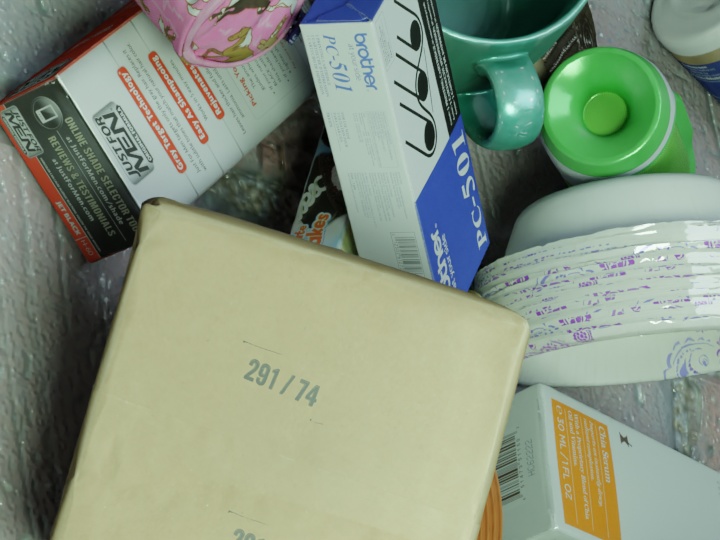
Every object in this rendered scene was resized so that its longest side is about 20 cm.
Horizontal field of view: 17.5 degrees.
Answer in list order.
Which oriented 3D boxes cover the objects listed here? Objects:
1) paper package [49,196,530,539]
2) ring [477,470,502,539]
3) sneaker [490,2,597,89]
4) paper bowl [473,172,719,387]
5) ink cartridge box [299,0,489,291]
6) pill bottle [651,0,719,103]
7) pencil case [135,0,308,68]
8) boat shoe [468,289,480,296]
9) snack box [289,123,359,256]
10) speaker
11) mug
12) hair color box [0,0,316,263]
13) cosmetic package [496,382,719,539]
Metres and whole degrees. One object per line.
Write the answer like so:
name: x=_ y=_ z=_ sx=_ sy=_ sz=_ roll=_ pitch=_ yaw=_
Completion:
paper package: x=-0.037 y=0.082 z=1.149 sx=0.199 sy=0.103 sz=0.192 roll=16 pitch=87 yaw=-4
ring: x=0.011 y=0.163 z=1.264 sx=0.200 sy=0.019 sz=0.201 roll=-12 pitch=108 yaw=-42
sneaker: x=0.102 y=-0.152 z=1.517 sx=0.200 sy=0.075 sz=0.071 roll=-32 pitch=111 yaw=-70
paper bowl: x=0.167 y=0.005 z=1.428 sx=0.200 sy=0.200 sz=0.105 roll=5 pitch=74 yaw=-46
ink cartridge box: x=0.022 y=-0.071 z=1.276 sx=0.094 sy=0.044 sz=0.201 roll=-63 pitch=146 yaw=-49
pill bottle: x=0.312 y=-0.151 z=1.706 sx=0.200 sy=0.111 sz=0.111 roll=39 pitch=51 yaw=-32
pencil case: x=-0.102 y=-0.199 z=1.235 sx=0.086 sy=0.083 sz=0.200 roll=-16 pitch=58 yaw=-35
boat shoe: x=0.039 y=0.107 z=1.356 sx=0.063 sy=0.073 sz=0.201 roll=41 pitch=53 yaw=-40
snack box: x=0.000 y=0.000 z=1.334 sx=0.116 sy=0.037 sz=0.201 roll=62 pitch=33 yaw=-42
speaker: x=0.165 y=-0.080 z=1.483 sx=0.200 sy=0.088 sz=0.089 roll=38 pitch=44 yaw=-74
mug: x=0.050 y=-0.167 z=1.362 sx=0.151 sy=0.114 sz=0.186 roll=23 pitch=68 yaw=-8
hair color box: x=-0.100 y=-0.101 z=1.277 sx=0.102 sy=0.061 sz=0.200 roll=59 pitch=42 yaw=-14
cosmetic package: x=0.153 y=0.155 z=1.448 sx=0.200 sy=0.071 sz=0.102 roll=27 pitch=47 yaw=-40
